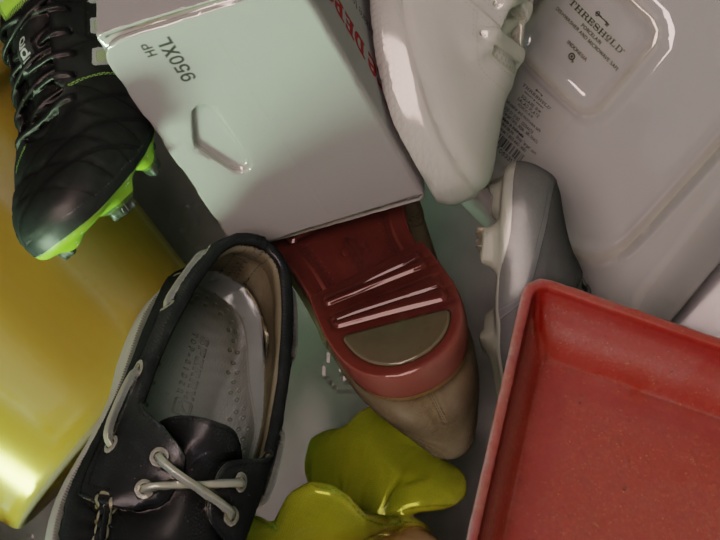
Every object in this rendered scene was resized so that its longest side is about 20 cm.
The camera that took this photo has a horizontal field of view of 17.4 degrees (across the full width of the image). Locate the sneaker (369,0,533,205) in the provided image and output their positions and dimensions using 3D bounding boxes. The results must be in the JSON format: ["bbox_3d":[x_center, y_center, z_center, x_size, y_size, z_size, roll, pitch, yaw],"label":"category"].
[{"bbox_3d":[0.053,-0.127,0.929,0.088,0.075,0.201,-5,74,16],"label":"sneaker"}]

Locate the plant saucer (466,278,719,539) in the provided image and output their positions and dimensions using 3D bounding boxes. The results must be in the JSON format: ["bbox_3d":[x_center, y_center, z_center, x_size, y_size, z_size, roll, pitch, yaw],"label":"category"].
[{"bbox_3d":[0.132,0.119,0.870,0.199,0.037,0.200,19,53,-4],"label":"plant saucer"}]

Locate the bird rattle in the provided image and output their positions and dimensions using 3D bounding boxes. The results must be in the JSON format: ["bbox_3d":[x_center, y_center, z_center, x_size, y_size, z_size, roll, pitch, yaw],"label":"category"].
[{"bbox_3d":[0.034,0.152,0.951,0.200,0.163,0.113,39,54,18],"label":"bird rattle"}]

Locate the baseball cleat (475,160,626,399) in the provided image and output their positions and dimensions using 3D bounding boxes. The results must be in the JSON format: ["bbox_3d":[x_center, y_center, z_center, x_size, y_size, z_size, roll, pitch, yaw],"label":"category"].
[{"bbox_3d":[0.100,0.052,0.960,0.106,0.070,0.201,-1,108,10],"label":"baseball cleat"}]

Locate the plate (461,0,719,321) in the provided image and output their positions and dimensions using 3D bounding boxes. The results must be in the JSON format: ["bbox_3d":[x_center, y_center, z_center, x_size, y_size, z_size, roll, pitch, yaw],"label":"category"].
[{"bbox_3d":[0.099,-0.096,0.976,0.200,0.032,0.200,46,112,16],"label":"plate"}]

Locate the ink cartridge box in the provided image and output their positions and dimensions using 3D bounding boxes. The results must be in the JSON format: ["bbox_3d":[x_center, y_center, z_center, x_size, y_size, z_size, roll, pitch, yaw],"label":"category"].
[{"bbox_3d":[-0.040,-0.133,0.945,0.084,0.145,0.201,-15,53,15],"label":"ink cartridge box"}]

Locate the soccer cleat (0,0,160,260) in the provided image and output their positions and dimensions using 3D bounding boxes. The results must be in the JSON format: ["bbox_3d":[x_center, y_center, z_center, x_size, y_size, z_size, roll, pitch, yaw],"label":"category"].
[{"bbox_3d":[-0.116,-0.079,0.928,0.067,0.200,0.081,-35,116,28],"label":"soccer cleat"}]

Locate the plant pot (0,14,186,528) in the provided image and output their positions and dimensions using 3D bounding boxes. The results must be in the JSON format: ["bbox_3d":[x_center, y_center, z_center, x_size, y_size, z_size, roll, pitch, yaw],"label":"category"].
[{"bbox_3d":[-0.174,0.002,1.001,0.189,0.201,0.201,42,99,1],"label":"plant pot"}]

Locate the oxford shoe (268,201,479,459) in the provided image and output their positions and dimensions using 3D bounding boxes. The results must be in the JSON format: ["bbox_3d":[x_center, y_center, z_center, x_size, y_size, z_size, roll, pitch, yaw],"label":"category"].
[{"bbox_3d":[0.000,0.000,0.979,0.070,0.075,0.200,-21,42,2],"label":"oxford shoe"}]

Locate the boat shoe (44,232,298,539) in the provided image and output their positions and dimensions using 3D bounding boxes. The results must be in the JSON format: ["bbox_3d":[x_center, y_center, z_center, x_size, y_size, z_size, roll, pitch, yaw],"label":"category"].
[{"bbox_3d":[-0.068,0.069,0.883,0.060,0.075,0.200,-48,28,45],"label":"boat shoe"}]
